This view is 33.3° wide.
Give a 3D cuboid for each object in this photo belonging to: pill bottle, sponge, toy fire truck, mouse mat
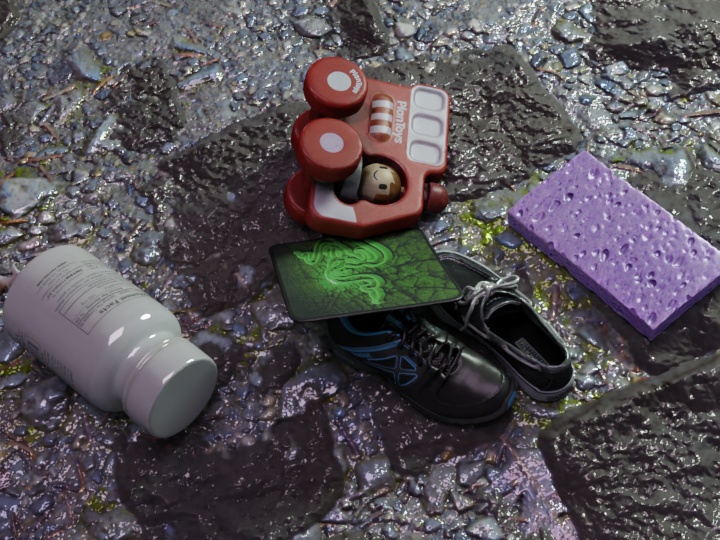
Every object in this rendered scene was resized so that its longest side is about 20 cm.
[{"bbox_3d":[-0.237,0.069,1.155,0.200,0.114,0.114,33,67,26],"label":"pill bottle"},{"bbox_3d":[0.255,-0.028,1.196,0.112,0.030,0.200,-38,60,-16],"label":"sponge"},{"bbox_3d":[0.013,-0.122,1.258,0.168,0.112,0.200,9,57,-8],"label":"toy fire truck"},{"bbox_3d":[0.000,0.000,1.154,0.161,0.008,0.200,-8,21,-8],"label":"mouse mat"}]

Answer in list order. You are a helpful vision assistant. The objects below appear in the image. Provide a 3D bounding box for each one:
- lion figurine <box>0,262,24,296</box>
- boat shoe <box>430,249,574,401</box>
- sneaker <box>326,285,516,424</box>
[{"bbox_3d":[-0.439,-0.013,1.266,0.122,0.072,0.200,-46,63,18],"label":"lion figurine"},{"bbox_3d":[0.126,0.039,1.146,0.074,0.068,0.199,-31,57,-12],"label":"boat shoe"},{"bbox_3d":[0.050,0.079,1.124,0.200,0.082,0.073,22,63,21],"label":"sneaker"}]
